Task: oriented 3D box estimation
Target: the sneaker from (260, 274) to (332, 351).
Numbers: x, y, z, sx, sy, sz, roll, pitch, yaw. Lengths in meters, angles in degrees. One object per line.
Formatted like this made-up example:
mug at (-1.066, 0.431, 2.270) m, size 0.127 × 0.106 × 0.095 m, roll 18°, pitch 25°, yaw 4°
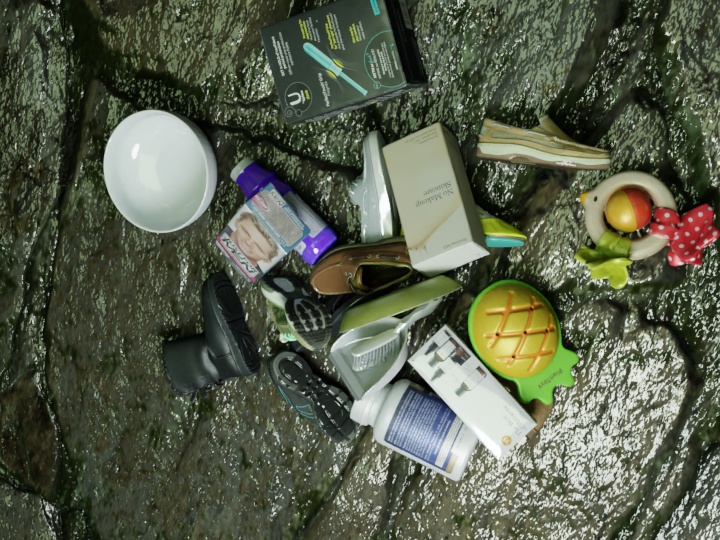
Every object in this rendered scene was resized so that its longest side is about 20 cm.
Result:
sneaker at (-0.103, 0.084, 1.509) m, size 0.076 × 0.200 × 0.089 m, roll -6°, pitch 121°, yaw -25°

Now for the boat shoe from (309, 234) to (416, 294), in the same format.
boat shoe at (0.000, 0.000, 1.447) m, size 0.199 × 0.068 × 0.072 m, roll -20°, pitch 119°, yaw 28°

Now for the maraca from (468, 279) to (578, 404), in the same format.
maraca at (0.246, 0.108, 1.414) m, size 0.137 × 0.107 × 0.200 m, roll -37°, pitch 95°, yaw -4°

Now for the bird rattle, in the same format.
bird rattle at (0.399, -0.067, 1.338) m, size 0.199 × 0.113 × 0.164 m, roll -23°, pitch 77°, yaw 18°

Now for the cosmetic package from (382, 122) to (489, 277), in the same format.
cosmetic package at (0.111, -0.105, 1.394) m, size 0.103 × 0.073 × 0.201 m, roll -23°, pitch 66°, yaw 21°

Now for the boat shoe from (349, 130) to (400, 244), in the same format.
boat shoe at (0.015, -0.115, 1.466) m, size 0.071 × 0.070 × 0.202 m, roll -4°, pitch 102°, yaw 16°

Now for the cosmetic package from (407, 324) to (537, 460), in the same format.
cosmetic package at (0.168, 0.181, 1.409) m, size 0.083 × 0.051 × 0.200 m, roll -44°, pitch 82°, yaw 6°

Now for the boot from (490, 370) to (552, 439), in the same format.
boot at (0.215, 0.170, 1.470) m, size 0.200 × 0.074 × 0.076 m, roll 42°, pitch 87°, yaw 6°

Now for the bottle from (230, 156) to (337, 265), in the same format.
bottle at (-0.125, -0.099, 1.509) m, size 0.200 × 0.084 × 0.065 m, roll 45°, pitch 77°, yaw 6°

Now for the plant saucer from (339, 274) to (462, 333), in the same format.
plant saucer at (0.056, 0.046, 1.417) m, size 0.199 × 0.200 × 0.031 m, roll -22°, pitch 89°, yaw 21°

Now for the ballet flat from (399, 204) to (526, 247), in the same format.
ballet flat at (0.154, -0.067, 1.437) m, size 0.198 × 0.067 × 0.068 m, roll -3°, pitch 79°, yaw 21°

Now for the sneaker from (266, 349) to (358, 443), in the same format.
sneaker at (-0.082, 0.210, 1.571) m, size 0.200 × 0.075 × 0.079 m, roll 50°, pitch 155°, yaw -11°

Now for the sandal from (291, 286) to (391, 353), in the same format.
sandal at (-0.039, 0.067, 1.522) m, size 0.200 × 0.075 × 0.048 m, roll -35°, pitch 71°, yaw 21°

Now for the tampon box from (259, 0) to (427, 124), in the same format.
tampon box at (-0.023, -0.320, 1.407) m, size 0.199 × 0.126 × 0.151 m, roll -13°, pitch 96°, yaw 21°

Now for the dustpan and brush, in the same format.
dustpan and brush at (0.050, 0.106, 1.493) m, size 0.199 × 0.140 × 0.057 m, roll -28°, pitch 128°, yaw -8°

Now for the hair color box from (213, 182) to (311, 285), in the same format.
hair color box at (-0.159, -0.053, 1.476) m, size 0.100 × 0.060 × 0.200 m, roll 49°, pitch 153°, yaw -3°

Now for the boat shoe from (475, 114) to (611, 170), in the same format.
boat shoe at (0.269, -0.191, 1.371) m, size 0.198 × 0.072 × 0.077 m, roll 10°, pitch 92°, yaw 16°

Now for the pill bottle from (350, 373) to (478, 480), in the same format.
pill bottle at (0.089, 0.242, 1.491) m, size 0.199 × 0.111 × 0.112 m, roll 25°, pitch 107°, yaw 12°

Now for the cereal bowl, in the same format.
cereal bowl at (-0.323, -0.168, 1.560) m, size 0.199 × 0.083 × 0.202 m, roll 3°, pitch 101°, yaw 17°

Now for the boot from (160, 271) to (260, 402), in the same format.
boot at (-0.273, 0.117, 1.610) m, size 0.162 × 0.073 × 0.200 m, roll -18°, pitch 95°, yaw 24°
